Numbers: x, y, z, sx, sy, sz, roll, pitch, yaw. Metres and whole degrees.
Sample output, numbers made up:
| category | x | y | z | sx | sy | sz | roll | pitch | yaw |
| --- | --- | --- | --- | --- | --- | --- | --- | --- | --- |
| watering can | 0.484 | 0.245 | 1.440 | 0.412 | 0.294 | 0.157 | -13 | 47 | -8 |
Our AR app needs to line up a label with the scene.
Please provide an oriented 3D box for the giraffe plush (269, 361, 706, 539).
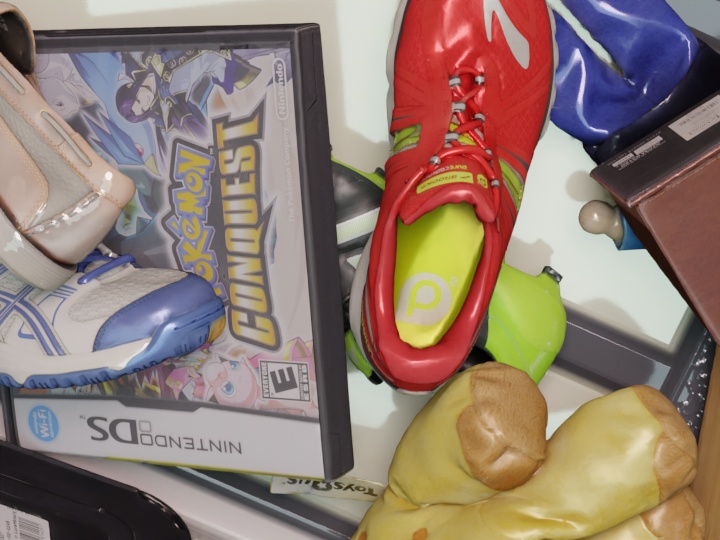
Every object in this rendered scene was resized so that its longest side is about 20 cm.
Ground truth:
| category | x | y | z | sx | sy | sz | roll | pitch | yaw |
| --- | --- | --- | --- | --- | --- | --- | --- | --- | --- |
| giraffe plush | 0.055 | 0.153 | 0.857 | 0.200 | 0.162 | 0.173 | -5 | 132 | 7 |

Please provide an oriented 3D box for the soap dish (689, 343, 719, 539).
| category | x | y | z | sx | sy | sz | roll | pitch | yaw |
| --- | --- | --- | --- | --- | --- | --- | --- | --- | --- |
| soap dish | 0.256 | 0.106 | 0.910 | 0.200 | 0.081 | 0.157 | 8 | 102 | 1 |

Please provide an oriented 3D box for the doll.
| category | x | y | z | sx | sy | sz | roll | pitch | yaw |
| --- | --- | --- | --- | --- | --- | --- | --- | --- | --- |
| doll | 0.140 | -0.076 | 0.890 | 0.136 | 0.048 | 0.200 | -44 | 98 | -1 |

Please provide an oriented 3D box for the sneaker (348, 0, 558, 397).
| category | x | y | z | sx | sy | sz | roll | pitch | yaw |
| --- | --- | --- | --- | --- | --- | --- | --- | --- | --- |
| sneaker | 0.044 | -0.044 | 0.826 | 0.077 | 0.085 | 0.200 | 8 | 93 | -3 |

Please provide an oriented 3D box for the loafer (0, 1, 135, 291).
| category | x | y | z | sx | sy | sz | roll | pitch | yaw |
| --- | --- | --- | --- | --- | --- | --- | --- | --- | --- |
| loafer | -0.154 | -0.081 | 0.840 | 0.063 | 0.072 | 0.200 | -38 | 60 | 11 |

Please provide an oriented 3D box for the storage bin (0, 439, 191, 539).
| category | x | y | z | sx | sy | sz | roll | pitch | yaw |
| --- | --- | --- | --- | --- | --- | --- | --- | --- | --- |
| storage bin | -0.178 | 0.147 | 0.873 | 0.200 | 0.135 | 0.094 | 22 | 112 | -23 |

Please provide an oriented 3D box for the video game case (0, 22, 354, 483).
| category | x | y | z | sx | sy | sz | roll | pitch | yaw |
| --- | --- | --- | --- | --- | --- | --- | --- | --- | --- |
| video game case | -0.093 | -0.009 | 0.884 | 0.181 | 0.025 | 0.200 | 3 | 104 | 29 |

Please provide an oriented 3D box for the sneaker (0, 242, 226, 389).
| category | x | y | z | sx | sy | sz | roll | pitch | yaw |
| --- | --- | --- | --- | --- | --- | --- | --- | --- | --- |
| sneaker | -0.152 | 0.001 | 0.862 | 0.200 | 0.075 | 0.088 | 0 | 102 | 29 |

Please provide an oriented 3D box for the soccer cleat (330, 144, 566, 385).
| category | x | y | z | sx | sy | sz | roll | pitch | yaw |
| --- | --- | --- | --- | --- | --- | --- | --- | --- | --- |
| soccer cleat | 0.000 | 0.000 | 0.895 | 0.200 | 0.068 | 0.081 | 28 | 72 | -5 |

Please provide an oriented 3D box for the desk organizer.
| category | x | y | z | sx | sy | sz | roll | pitch | yaw |
| --- | --- | --- | --- | --- | --- | --- | --- | --- | --- |
| desk organizer | 0.208 | -0.058 | 0.839 | 0.200 | 0.072 | 0.077 | -32 | 104 | 2 |
